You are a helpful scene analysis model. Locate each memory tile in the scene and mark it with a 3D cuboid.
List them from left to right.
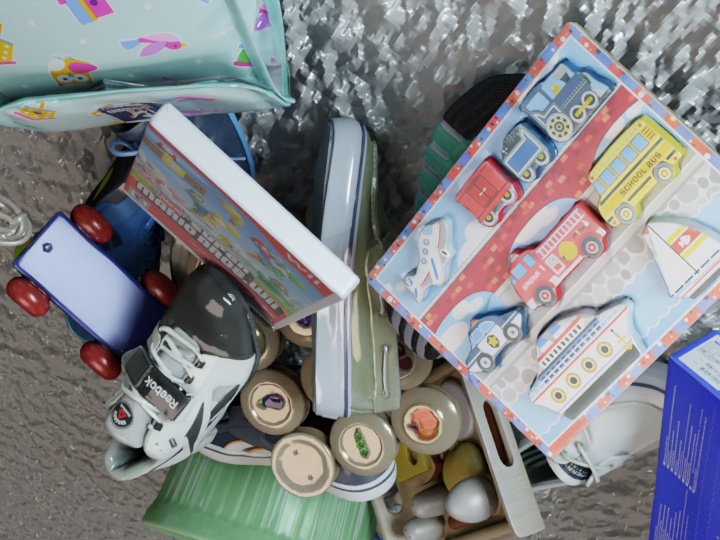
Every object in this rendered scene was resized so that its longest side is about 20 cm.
[{"bbox_3d":[-0.027,0.052,0.902,0.152,0.017,0.202,-20,99,22],"label":"memory tile"}]

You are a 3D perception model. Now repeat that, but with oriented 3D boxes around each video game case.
[{"bbox_3d":[-0.080,-0.025,0.789,0.143,0.017,0.200,43,165,-6],"label":"video game case"}]

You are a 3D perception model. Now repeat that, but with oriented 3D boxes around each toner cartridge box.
[{"bbox_3d":[0.236,0.143,0.830,0.095,0.043,0.201,47,153,42],"label":"toner cartridge box"}]

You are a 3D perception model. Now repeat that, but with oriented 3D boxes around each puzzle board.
[{"bbox_3d":[0.106,-0.008,0.696,0.151,0.017,0.200,44,125,8],"label":"puzzle board"}]

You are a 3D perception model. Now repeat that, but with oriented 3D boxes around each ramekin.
[{"bbox_3d":[-0.076,0.201,1.106,0.198,0.099,0.200,17,165,5],"label":"ramekin"}]

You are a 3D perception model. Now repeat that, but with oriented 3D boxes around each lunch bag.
[{"bbox_3d":[-0.134,-0.149,0.702,0.168,0.123,0.201,-6,142,8],"label":"lunch bag"}]

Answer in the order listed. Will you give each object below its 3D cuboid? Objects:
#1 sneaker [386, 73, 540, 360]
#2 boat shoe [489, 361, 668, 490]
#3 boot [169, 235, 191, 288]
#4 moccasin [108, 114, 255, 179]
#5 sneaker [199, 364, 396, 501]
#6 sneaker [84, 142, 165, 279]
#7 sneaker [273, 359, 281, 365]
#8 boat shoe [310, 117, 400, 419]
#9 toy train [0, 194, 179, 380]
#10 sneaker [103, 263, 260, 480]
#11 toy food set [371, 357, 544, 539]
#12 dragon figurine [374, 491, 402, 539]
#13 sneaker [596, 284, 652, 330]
[{"bbox_3d":[0.081,-0.038,0.779,0.075,0.087,0.201,48,136,28],"label":"sneaker"},{"bbox_3d":[0.160,0.123,0.915,0.073,0.067,0.200,37,149,-9],"label":"boat shoe"},{"bbox_3d":[-0.063,0.038,0.990,0.152,0.074,0.204,22,147,14],"label":"boot"},{"bbox_3d":[-0.144,-0.111,0.854,0.080,0.068,0.201,-1,136,42],"label":"moccasin"},{"bbox_3d":[-0.063,0.108,0.997,0.198,0.079,0.080,12,131,29],"label":"sneaker"},{"bbox_3d":[-0.172,-0.038,0.993,0.078,0.066,0.200,32,152,-11],"label":"sneaker"},{"bbox_3d":[-0.138,0.090,1.149,0.199,0.076,0.116,31,157,20],"label":"sneaker"},{"bbox_3d":[0.000,0.000,0.842,0.061,0.072,0.202,0,111,-7],"label":"boat shoe"},{"bbox_3d":[-0.230,-0.012,0.949,0.200,0.085,0.115,45,165,-21],"label":"toy train"},{"bbox_3d":[-0.131,0.083,0.899,0.074,0.088,0.201,41,135,18],"label":"sneaker"},{"bbox_3d":[0.053,0.145,0.975,0.200,0.060,0.145,-38,67,58],"label":"toy food set"},{"bbox_3d":[0.033,0.249,1.219,0.199,0.059,0.100,34,149,-2],"label":"dragon figurine"},{"bbox_3d":[0.137,0.036,0.787,0.075,0.092,0.201,28,149,7],"label":"sneaker"}]
